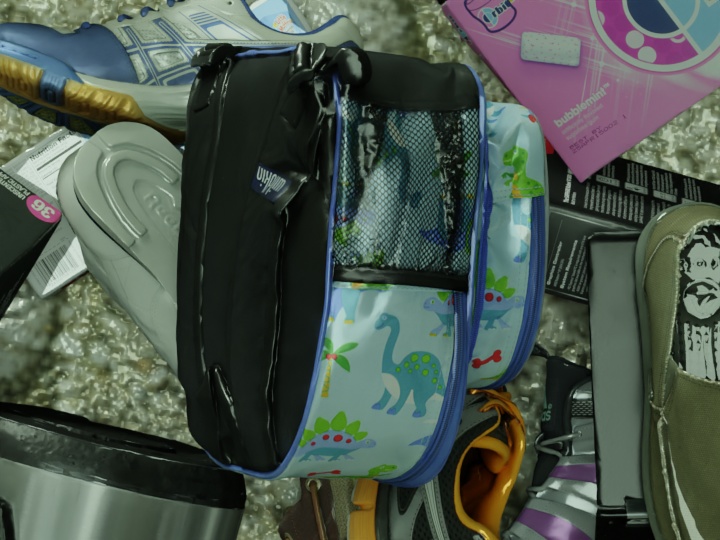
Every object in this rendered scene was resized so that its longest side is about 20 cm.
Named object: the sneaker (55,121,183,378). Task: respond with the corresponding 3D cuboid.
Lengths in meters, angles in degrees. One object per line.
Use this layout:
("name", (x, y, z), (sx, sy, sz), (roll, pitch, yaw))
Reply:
("sneaker", (-0.085, 0.017, 1.196), (0.076, 0.080, 0.200), (-33, 90, -30))

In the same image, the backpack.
("backpack", (0.000, 0.000, 1.089), (0.147, 0.183, 0.200), (5, 92, -22))

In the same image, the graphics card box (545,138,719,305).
("graphics card box", (0.165, -0.010, 1.184), (0.200, 0.125, 0.051), (14, 109, 1))

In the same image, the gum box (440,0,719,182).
("gum box", (0.148, -0.143, 1.142), (0.200, 0.066, 0.114), (-36, 96, 26))

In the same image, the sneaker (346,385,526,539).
("sneaker", (0.048, 0.073, 1.181), (0.077, 0.078, 0.200), (-13, 60, 33))

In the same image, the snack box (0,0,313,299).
("snack box", (-0.105, -0.068, 1.244), (0.200, 0.024, 0.072), (-33, 87, 0))

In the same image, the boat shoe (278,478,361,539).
("boat shoe", (-0.006, 0.131, 1.222), (0.072, 0.072, 0.200), (-8, 90, 31))

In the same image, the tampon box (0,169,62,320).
("tampon box", (-0.271, 0.013, 1.142), (0.150, 0.200, 0.126), (35, 122, 1))

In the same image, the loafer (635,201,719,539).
("loafer", (0.161, 0.064, 1.053), (0.075, 0.070, 0.200), (-11, 82, 0))

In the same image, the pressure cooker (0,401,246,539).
("pressure cooker", (-0.157, 0.173, 1.164), (0.179, 0.176, 0.200), (15, 90, -5))

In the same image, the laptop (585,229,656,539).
("laptop", (0.204, 0.087, 1.138), (0.187, 0.200, 0.116), (-2, 48, 2))

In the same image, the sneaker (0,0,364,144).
("sneaker", (-0.096, -0.110, 1.203), (0.200, 0.075, 0.088), (12, 81, -8))

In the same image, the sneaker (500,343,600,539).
("sneaker", (0.101, 0.103, 1.214), (0.200, 0.078, 0.140), (-26, 86, -9))

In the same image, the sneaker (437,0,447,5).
("sneaker", (0.024, -0.231, 1.230), (0.091, 0.076, 0.200), (-41, 97, -6))
